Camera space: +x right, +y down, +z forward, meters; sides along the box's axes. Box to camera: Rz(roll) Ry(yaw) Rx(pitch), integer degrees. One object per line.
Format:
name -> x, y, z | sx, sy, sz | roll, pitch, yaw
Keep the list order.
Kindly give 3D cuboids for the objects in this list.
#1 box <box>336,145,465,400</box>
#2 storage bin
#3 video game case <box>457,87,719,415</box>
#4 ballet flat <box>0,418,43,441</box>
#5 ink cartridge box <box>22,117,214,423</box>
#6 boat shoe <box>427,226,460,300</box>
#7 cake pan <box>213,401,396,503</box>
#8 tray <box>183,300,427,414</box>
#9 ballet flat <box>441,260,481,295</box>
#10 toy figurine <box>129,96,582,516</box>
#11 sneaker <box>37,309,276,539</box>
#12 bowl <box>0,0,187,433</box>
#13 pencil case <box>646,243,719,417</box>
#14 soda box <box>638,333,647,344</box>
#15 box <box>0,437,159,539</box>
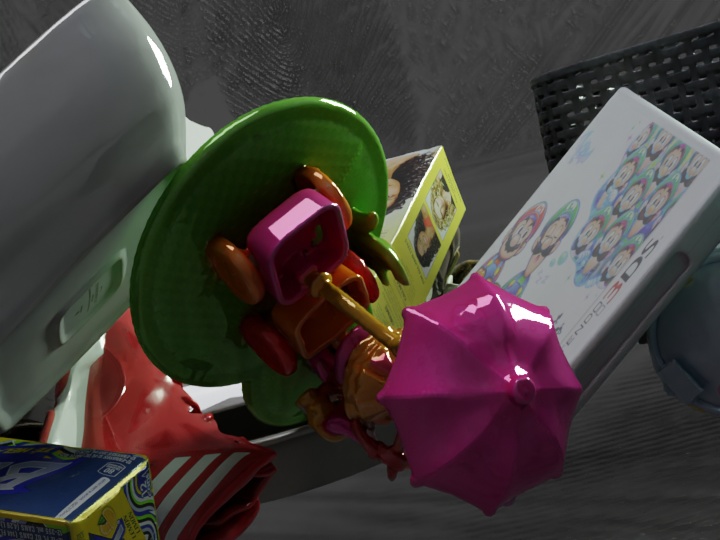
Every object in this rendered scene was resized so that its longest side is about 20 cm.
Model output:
box -> 0.000, 0.000, 1.015 | 0.075, 0.050, 0.200 | -13, 27, 23
storage bin -> 0.215, -0.088, 1.023 | 0.199, 0.094, 0.135 | -15, -5, 34
video game case -> 0.107, -0.001, 0.896 | 0.182, 0.024, 0.200 | -52, 15, 8
ballet flat -> -0.192, 0.112, 1.030 | 0.067, 0.046, 0.200 | -52, 12, -10
ink cartridge box -> -0.179, 0.000, 1.145 | 0.200, 0.148, 0.144 | -38, -27, 17
boat shoe -> 0.006, 0.018, 1.186 | 0.060, 0.072, 0.200 | -46, 2, -30
cake pan -> -0.047, 0.092, 0.999 | 0.199, 0.037, 0.200 | -15, 6, 2
tray -> -0.032, 0.051, 1.053 | 0.199, 0.022, 0.107 | -15, 5, -3
ballet flat -> 0.089, 0.022, 1.132 | 0.070, 0.071, 0.200 | -16, 3, -10
toy figurine -> 0.017, 0.047, 0.785 | 0.150, 0.200, 0.184 | -39, 51, -19
sneaker -> -0.100, 0.082, 0.892 | 0.115, 0.079, 0.200 | 14, 35, -6
bowl -> -0.149, -0.008, 0.803 | 0.200, 0.075, 0.200 | -47, -7, -21
pencil case -> 0.201, 0.013, 0.906 | 0.090, 0.083, 0.200 | -28, 1, 20
soda box -> 0.255, -0.011, 1.028 | 0.199, 0.071, 0.063 | -13, 3, 28
box -> -0.186, 0.113, 0.768 | 0.199, 0.070, 0.064 | 4, 22, 25
